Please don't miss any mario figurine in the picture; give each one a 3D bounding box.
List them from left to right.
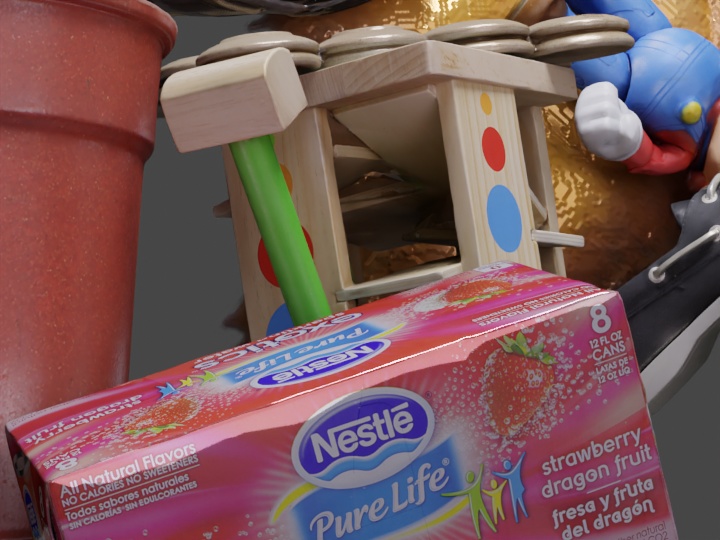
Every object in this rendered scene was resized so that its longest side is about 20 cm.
[{"bbox_3d":[0.172,-0.090,0.907,0.200,0.106,0.124,40,99,0],"label":"mario figurine"}]

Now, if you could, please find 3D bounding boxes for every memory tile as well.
[{"bbox_3d":[0.004,-0.089,0.816,0.199,0.153,0.017,-7,89,-25],"label":"memory tile"}]

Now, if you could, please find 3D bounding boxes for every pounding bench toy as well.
[{"bbox_3d":[0.000,0.000,0.751,0.199,0.124,0.157,0,80,-57],"label":"pounding bench toy"}]

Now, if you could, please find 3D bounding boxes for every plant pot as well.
[{"bbox_3d":[-0.167,0.004,0.707,0.199,0.201,0.197,1,83,-22],"label":"plant pot"}]

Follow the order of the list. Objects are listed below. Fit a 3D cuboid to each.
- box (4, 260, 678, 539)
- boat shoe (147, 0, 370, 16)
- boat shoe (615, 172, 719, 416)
[{"bbox_3d":[-0.008,0.072,0.627,0.199,0.100,0.096,-17,101,-16],"label":"box"},{"bbox_3d":[-0.020,-0.143,0.840,0.199,0.073,0.075,-19,118,-40],"label":"boat shoe"},{"bbox_3d":[0.164,-0.008,0.862,0.060,0.200,0.074,46,19,14],"label":"boat shoe"}]
